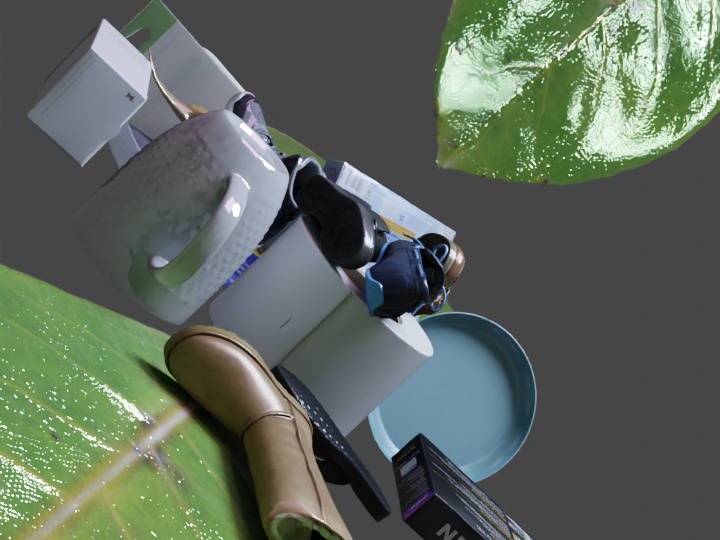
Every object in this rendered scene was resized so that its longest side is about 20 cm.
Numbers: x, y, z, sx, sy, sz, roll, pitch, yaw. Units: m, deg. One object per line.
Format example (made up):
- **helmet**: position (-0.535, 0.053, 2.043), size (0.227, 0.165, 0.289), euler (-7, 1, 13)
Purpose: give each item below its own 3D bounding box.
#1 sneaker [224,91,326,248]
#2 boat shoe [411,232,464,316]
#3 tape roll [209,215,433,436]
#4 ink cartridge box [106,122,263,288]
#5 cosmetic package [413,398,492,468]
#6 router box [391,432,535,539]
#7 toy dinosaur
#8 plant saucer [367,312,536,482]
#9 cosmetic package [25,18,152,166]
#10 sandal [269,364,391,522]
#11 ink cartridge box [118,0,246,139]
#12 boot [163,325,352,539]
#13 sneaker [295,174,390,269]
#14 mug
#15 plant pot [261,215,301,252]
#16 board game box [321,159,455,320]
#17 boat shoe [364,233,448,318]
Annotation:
- **sneaker**: position (-0.099, -0.127, 1.635), size (0.075, 0.114, 0.200), euler (30, 50, -53)
- **boat shoe**: position (0.072, 0.011, 1.589), size (0.068, 0.072, 0.200), euler (33, -21, -18)
- **tape roll**: position (-0.041, 0.061, 1.477), size (0.203, 0.139, 0.203), euler (45, 9, -10)
- **ink cartridge box**: position (-0.193, -0.066, 1.635), size (0.198, 0.047, 0.200), euler (39, 10, -36)
- **cosmetic package**: position (0.091, 0.188, 1.730), size (0.113, 0.081, 0.200), euler (47, 7, -13)
- **router box**: position (0.122, 0.284, 1.536), size (0.200, 0.051, 0.149), euler (44, 11, -15)
- **toy dinosaur**: position (-0.195, -0.171, 1.691), size (0.200, 0.058, 0.101), euler (34, 32, -34)
- **plant saucer**: position (0.102, 0.146, 1.610), size (0.200, 0.200, 0.027), euler (45, -6, -12)
- **cosmetic package**: position (-0.294, -0.199, 1.553), size (0.085, 0.108, 0.200), euler (44, 8, -17)
- **sandal**: position (-0.036, 0.174, 1.331), size (0.201, 0.048, 0.075), euler (56, 2, -28)
- **ink cartridge box**: position (-0.245, -0.231, 1.801), size (0.200, 0.146, 0.048), euler (50, 7, 22)
- **boot**: position (-0.080, 0.146, 1.152), size (0.175, 0.066, 0.200), euler (39, 13, -27)
- **sneaker**: position (-0.003, -0.041, 1.457), size (0.104, 0.060, 0.200), euler (35, 10, -33)
- **mug**: position (-0.155, -0.051, 1.309), size (0.148, 0.175, 0.200), euler (43, 9, -22)
- **plant pot**: position (-0.053, -0.013, 1.776), size (0.200, 0.134, 0.200), euler (45, 8, -8)
- **board game box**: position (0.000, 0.000, 1.688), size (0.200, 0.200, 0.041), euler (31, -10, -37)
- **boat shoe**: position (0.053, 0.015, 1.397), size (0.200, 0.069, 0.084), euler (-60, 143, -72)
